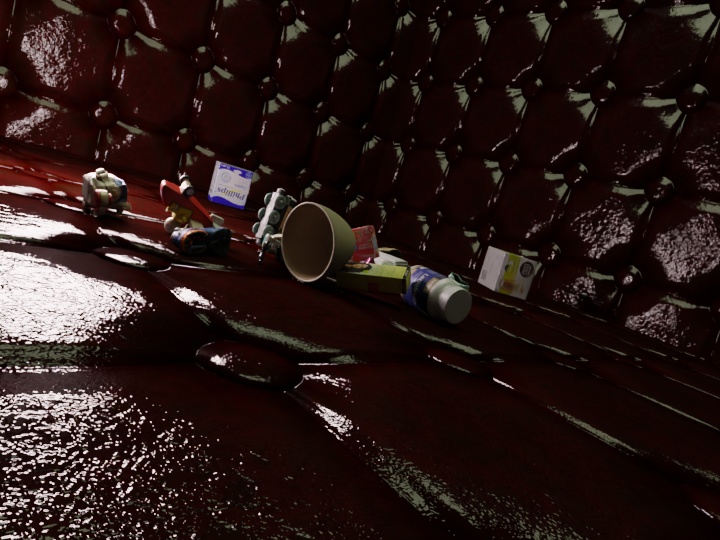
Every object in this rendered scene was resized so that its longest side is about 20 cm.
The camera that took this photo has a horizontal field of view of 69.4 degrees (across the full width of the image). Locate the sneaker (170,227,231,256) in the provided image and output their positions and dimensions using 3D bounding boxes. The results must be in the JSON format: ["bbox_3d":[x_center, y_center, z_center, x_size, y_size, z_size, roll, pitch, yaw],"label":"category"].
[{"bbox_3d":[-0.397,-0.081,1.313,0.077,0.077,0.199,16,5,22],"label":"sneaker"}]

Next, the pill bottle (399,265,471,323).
[{"bbox_3d":[0.204,0.066,1.423,0.114,0.118,0.199,11,9,-35],"label":"pill bottle"}]

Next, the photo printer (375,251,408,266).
[{"bbox_3d":[0.068,-0.035,1.996,0.197,0.071,0.166,21,9,24],"label":"photo printer"}]

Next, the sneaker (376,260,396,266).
[{"bbox_3d":[0.119,0.027,1.700,0.198,0.076,0.088,15,23,-46],"label":"sneaker"}]

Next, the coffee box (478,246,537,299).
[{"bbox_3d":[0.756,0.012,2.677,0.194,0.204,0.200,15,7,-14],"label":"coffee box"}]

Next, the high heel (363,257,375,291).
[{"bbox_3d":[0.025,-0.002,1.577,0.066,0.098,0.200,15,8,-7],"label":"high heel"}]

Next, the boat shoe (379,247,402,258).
[{"bbox_3d":[0.111,-0.073,2.344,0.198,0.073,0.064,7,13,-46],"label":"boat shoe"}]

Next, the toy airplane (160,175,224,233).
[{"bbox_3d":[-0.478,-0.148,1.452,0.201,0.140,0.200,55,-2,-1],"label":"toy airplane"}]

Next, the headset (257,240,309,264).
[{"bbox_3d":[-0.204,-0.031,1.473,0.122,0.095,0.199,24,-5,41],"label":"headset"}]

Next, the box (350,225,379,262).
[{"bbox_3d":[-0.049,-0.068,1.579,0.195,0.102,0.095,-11,2,11],"label":"box"}]

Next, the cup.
[{"bbox_3d":[-0.095,-0.074,1.385,0.198,0.205,0.142,22,15,37],"label":"cup"}]

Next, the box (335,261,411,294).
[{"bbox_3d":[0.036,0.018,1.412,0.195,0.051,0.076,6,28,14],"label":"box"}]

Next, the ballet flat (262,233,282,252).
[{"bbox_3d":[-0.231,-0.082,1.702,0.197,0.065,0.067,10,10,-44],"label":"ballet flat"}]

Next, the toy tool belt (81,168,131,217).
[{"bbox_3d":[-0.674,-0.209,1.411,0.121,0.128,0.199,-1,18,-39],"label":"toy tool belt"}]

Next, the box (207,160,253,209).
[{"bbox_3d":[-0.673,-0.439,2.688,0.181,0.204,0.105,12,10,-31],"label":"box"}]

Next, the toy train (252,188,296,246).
[{"bbox_3d":[-0.281,-0.167,1.732,0.084,0.204,0.113,15,-9,41],"label":"toy train"}]

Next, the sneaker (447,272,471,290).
[{"bbox_3d":[0.256,0.059,1.578,0.073,0.121,0.199,9,10,-36],"label":"sneaker"}]
